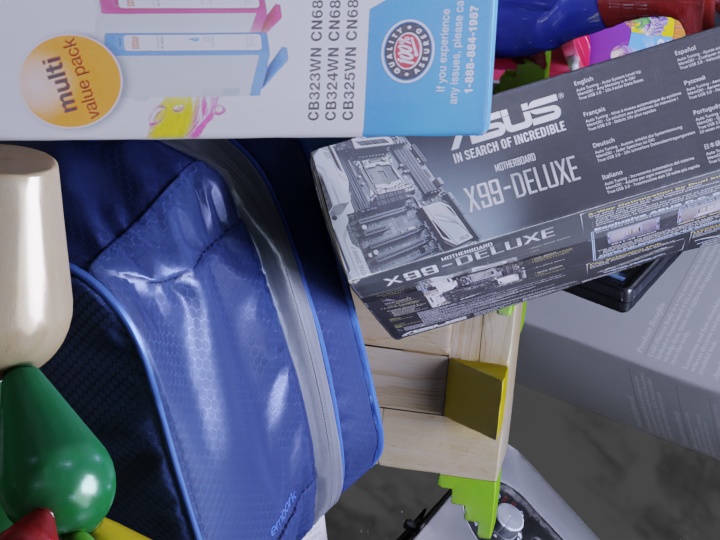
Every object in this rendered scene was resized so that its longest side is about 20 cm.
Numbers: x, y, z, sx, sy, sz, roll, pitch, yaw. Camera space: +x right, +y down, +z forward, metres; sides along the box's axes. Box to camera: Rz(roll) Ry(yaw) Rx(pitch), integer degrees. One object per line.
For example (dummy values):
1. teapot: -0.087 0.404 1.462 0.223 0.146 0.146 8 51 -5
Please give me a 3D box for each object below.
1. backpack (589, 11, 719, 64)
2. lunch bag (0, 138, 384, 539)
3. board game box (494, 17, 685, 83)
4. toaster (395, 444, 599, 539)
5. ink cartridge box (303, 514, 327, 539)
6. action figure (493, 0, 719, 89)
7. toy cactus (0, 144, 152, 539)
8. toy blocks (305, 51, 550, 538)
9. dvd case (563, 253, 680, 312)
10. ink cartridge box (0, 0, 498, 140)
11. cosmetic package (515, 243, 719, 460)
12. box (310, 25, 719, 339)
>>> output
1. backpack: 0.121 -0.117 1.032 0.153 0.199 0.177 -66 162 -62
2. lunch bag: -0.081 0.019 0.803 0.132 0.135 0.201 -47 136 -41
3. board game box: 0.056 -0.067 0.955 0.200 0.158 0.039 -39 -159 20
4. toaster: 0.021 0.208 1.076 0.200 0.119 0.181 -51 174 36
5. ink cartridge box: -0.080 0.077 0.971 0.161 0.050 0.201 -24 109 -55
6. action figure: 0.048 -0.092 0.856 0.065 0.199 0.052 -35 125 -52
7. toy cactus: -0.122 0.044 0.676 0.102 0.200 0.166 -2 111 -24
8. toy blocks: 0.000 0.000 0.924 0.100 0.136 0.201 -53 149 -75
9. dvd case: 0.118 -0.056 1.126 0.200 0.142 0.018 -42 145 -44
10. ink cartridge box: -0.064 -0.120 0.694 0.125 0.199 0.129 -108 -163 -61
11. cosmetic package: 0.135 0.014 1.143 0.107 0.199 0.090 -57 148 -20
12. box: 0.090 -0.033 0.783 0.158 0.199 0.050 50 24 -79
